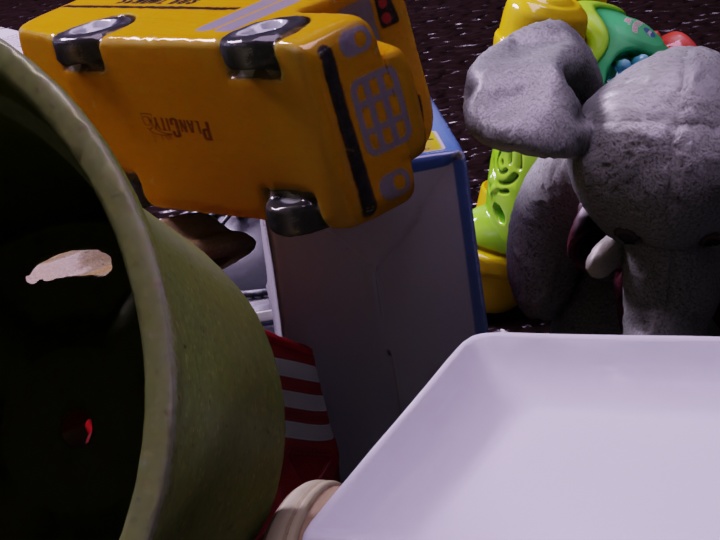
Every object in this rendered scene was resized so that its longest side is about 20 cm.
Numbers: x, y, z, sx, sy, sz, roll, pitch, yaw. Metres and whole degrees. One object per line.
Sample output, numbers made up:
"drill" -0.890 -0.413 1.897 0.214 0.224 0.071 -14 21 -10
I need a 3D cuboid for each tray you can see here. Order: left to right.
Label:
"tray" 0.094 0.051 0.650 0.199 0.022 0.107 0 27 31

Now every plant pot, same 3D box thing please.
"plant pot" -0.109 0.041 0.718 0.199 0.202 0.184 -3 -7 18

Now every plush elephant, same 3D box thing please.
"plush elephant" 0.114 -0.015 0.889 0.163 0.202 0.155 7 7 22

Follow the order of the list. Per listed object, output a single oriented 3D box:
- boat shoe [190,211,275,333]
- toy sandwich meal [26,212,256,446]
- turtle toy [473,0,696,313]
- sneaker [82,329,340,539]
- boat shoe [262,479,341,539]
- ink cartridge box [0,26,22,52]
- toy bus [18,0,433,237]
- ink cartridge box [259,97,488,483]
"boat shoe" -0.045 -0.014 1.217 0.074 0.063 0.200 -7 18 -1
"toy sandwich meal" -0.117 0.042 0.951 0.204 0.071 0.205 -22 -2 -1
"turtle toy" 0.109 -0.061 1.196 0.100 0.147 0.200 16 21 9
"sneaker" -0.091 0.073 0.859 0.078 0.116 0.199 9 24 44
"boat shoe" 0.007 0.122 0.739 0.064 0.072 0.200 -10 26 6
"ink cartridge box" -0.189 -0.032 1.194 0.082 0.148 0.200 -18 18 -29
"toy bus" -0.043 -0.060 0.901 0.078 0.066 0.199 -26 19 -32
"ink cartridge box" 0.000 0.000 1.017 0.076 0.138 0.200 -9 17 -5
